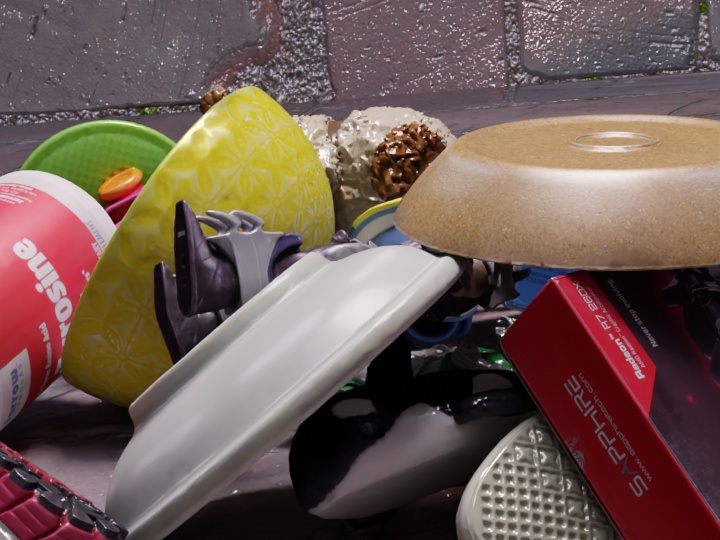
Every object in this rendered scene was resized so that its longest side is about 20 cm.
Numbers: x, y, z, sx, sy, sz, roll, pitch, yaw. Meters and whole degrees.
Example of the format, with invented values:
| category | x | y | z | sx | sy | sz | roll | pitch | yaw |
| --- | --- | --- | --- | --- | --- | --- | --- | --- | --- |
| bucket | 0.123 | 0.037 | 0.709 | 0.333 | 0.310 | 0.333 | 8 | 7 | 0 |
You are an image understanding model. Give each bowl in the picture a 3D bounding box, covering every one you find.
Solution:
| category | x | y | z | sx | sy | sz | roll | pitch | yaw |
| --- | --- | --- | --- | --- | --- | --- | --- | --- | --- |
| bowl | -0.069 | 0.008 | 0.923 | 0.107 | 0.201 | 0.200 | 32 | 19 | 7 |

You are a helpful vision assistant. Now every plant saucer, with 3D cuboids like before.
| category | x | y | z | sx | sy | sz | roll | pitch | yaw |
| --- | --- | --- | --- | --- | --- | --- | --- | --- | --- |
| plant saucer | 0.113 | -0.041 | 0.721 | 0.198 | 0.036 | 0.200 | -2 | 14 | 0 |
| plant saucer | -0.044 | 0.044 | 0.694 | 0.200 | 0.050 | 0.200 | -40 | 0 | 0 |

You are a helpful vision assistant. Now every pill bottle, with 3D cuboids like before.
| category | x | y | z | sx | sy | sz | roll | pitch | yaw |
| --- | --- | --- | --- | --- | --- | --- | --- | --- | --- |
| pill bottle | -0.220 | 0.034 | 0.886 | 0.111 | 0.113 | 0.200 | 0 | 27 | 27 |

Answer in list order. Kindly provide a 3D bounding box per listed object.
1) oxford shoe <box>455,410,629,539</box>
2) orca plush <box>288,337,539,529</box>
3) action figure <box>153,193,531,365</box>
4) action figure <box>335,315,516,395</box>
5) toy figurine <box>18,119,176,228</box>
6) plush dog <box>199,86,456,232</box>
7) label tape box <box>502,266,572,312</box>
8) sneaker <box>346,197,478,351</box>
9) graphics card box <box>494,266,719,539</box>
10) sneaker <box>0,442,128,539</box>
| category | x | y | z | sx | sy | sz | roll | pitch | yaw |
| --- | --- | --- | --- | --- | --- | --- | --- | --- | --- |
| oxford shoe | 0.107 | 0.085 | 0.688 | 0.199 | 0.075 | 0.058 | -28 | -15 | -45 |
| orca plush | 0.040 | 0.051 | 0.714 | 0.199 | 0.071 | 0.105 | -17 | -22 | -31 |
| action figure | 0.000 | 0.000 | 0.817 | 0.198 | 0.070 | 0.130 | -5 | -16 | -24 |
| action figure | 0.069 | 0.057 | 0.853 | 0.198 | 0.055 | 0.118 | 6 | 12 | 28 |
| toy figurine | -0.190 | 0.006 | 1.090 | 0.199 | 0.151 | 0.184 | -27 | 21 | 1 |
| plush dog | -0.013 | -0.062 | 1.117 | 0.170 | 0.162 | 0.200 | -13 | -1 | 5 |
| label tape box | 0.121 | -0.011 | 1.028 | 0.143 | 0.064 | 0.200 | 13 | 5 | -21 |
| sneaker | 0.020 | 0.018 | 0.982 | 0.073 | 0.083 | 0.200 | -21 | -12 | -19 |
| graphics card box | 0.168 | 0.046 | 0.681 | 0.199 | 0.126 | 0.051 | -12 | -30 | -38 |
| sneaker | -0.154 | 0.108 | 0.650 | 0.080 | 0.075 | 0.200 | 34 | -10 | -12 |
